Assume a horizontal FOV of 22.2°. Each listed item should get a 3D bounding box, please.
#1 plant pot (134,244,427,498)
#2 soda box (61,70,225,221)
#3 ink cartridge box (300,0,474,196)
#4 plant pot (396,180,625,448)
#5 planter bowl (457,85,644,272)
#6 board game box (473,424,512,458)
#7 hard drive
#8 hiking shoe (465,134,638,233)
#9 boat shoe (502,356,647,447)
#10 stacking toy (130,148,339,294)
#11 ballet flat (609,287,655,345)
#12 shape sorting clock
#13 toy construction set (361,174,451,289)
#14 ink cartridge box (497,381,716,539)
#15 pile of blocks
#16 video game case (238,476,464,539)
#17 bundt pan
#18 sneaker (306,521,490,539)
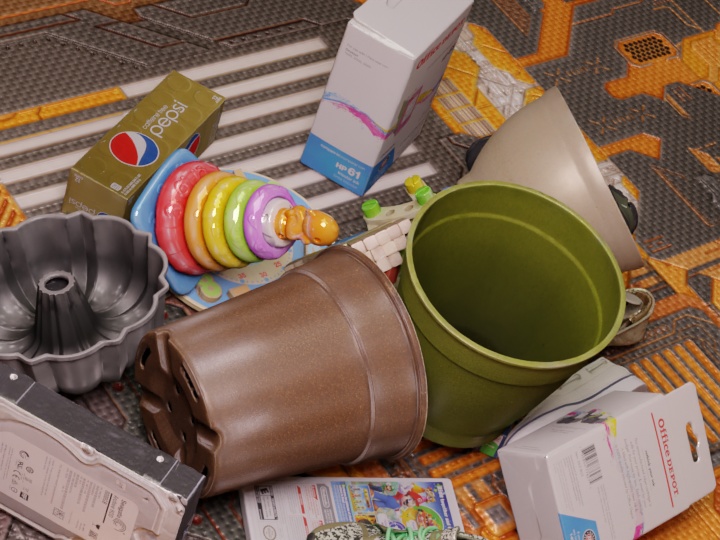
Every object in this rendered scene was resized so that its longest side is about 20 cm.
[{"bbox_3d":[-0.078,0.097,1.602,0.198,0.200,0.200,-16,54,-28],"label":"plant pot"},{"bbox_3d":[-0.216,-0.118,1.852,0.068,0.064,0.200,29,44,9],"label":"soda box"},{"bbox_3d":[0.027,-0.200,1.925,0.085,0.200,0.145,30,45,10],"label":"ink cartridge box"},{"bbox_3d":[0.110,0.058,1.653,0.200,0.193,0.201,10,50,-12],"label":"plant pot"},{"bbox_3d":[0.179,-0.065,1.831,0.135,0.200,0.200,-27,52,6],"label":"planter bowl"},{"bbox_3d":[0.103,0.080,1.800,0.135,0.034,0.200,23,44,2],"label":"board game box"},{"bbox_3d":[-0.233,0.173,1.507,0.200,0.140,0.038,28,44,6],"label":"hard drive"},{"bbox_3d":[0.198,-0.075,1.958,0.200,0.076,0.101,27,41,5],"label":"hiking shoe"},{"bbox_3d":[0.191,0.132,1.760,0.200,0.071,0.070,-25,54,-41],"label":"boat shoe"},{"bbox_3d":[-0.100,-0.045,1.687,0.200,0.116,0.110,3,47,37],"label":"stacking toy"},{"bbox_3d":[0.226,0.047,1.822,0.067,0.062,0.200,44,31,24],"label":"ballet flat"},{"bbox_3d":[-0.117,-0.027,1.818,0.200,0.039,0.200,10,45,-10],"label":"shape sorting clock"},{"bbox_3d":[0.049,-0.019,1.803,0.131,0.092,0.200,-22,18,7],"label":"toy construction set"},{"bbox_3d":[0.229,0.183,1.682,0.200,0.115,0.068,-22,13,-36],"label":"ink cartridge box"},{"bbox_3d":[0.000,0.000,1.713,0.082,0.200,0.062,-27,95,-29],"label":"pile of blocks"},{"bbox_3d":[-0.001,0.243,1.613,0.200,0.018,0.143,3,46,-18],"label":"video game case"},{"bbox_3d":[-0.266,0.038,1.645,0.202,0.076,0.202,-3,41,3],"label":"bundt pan"},{"bbox_3d":[0.054,0.237,1.561,0.200,0.089,0.077,11,45,-10],"label":"sneaker"}]
